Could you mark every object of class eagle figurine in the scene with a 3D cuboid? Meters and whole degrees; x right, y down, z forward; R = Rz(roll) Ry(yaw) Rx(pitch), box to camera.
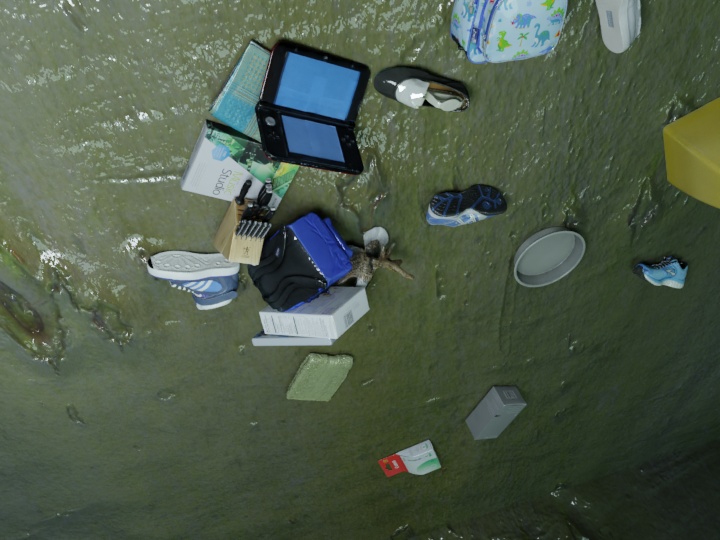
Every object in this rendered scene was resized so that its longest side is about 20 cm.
[{"bbox_3d":[-0.003,0.005,1.518,0.200,0.151,0.152,-21,103,46],"label":"eagle figurine"}]

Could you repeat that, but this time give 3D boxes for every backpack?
[{"bbox_3d":[-0.126,-0.008,1.389,0.200,0.163,0.168,-35,175,39],"label":"backpack"},{"bbox_3d":[0.259,-0.460,1.100,0.183,0.147,0.200,-13,135,-12],"label":"backpack"}]

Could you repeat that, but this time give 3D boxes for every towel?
[{"bbox_3d":[-0.117,0.300,1.823,0.148,0.037,0.200,7,132,-27],"label":"towel"},{"bbox_3d":[-0.155,-0.298,1.174,0.200,0.022,0.147,23,109,-39],"label":"towel"}]

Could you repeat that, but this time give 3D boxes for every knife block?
[{"bbox_3d":[-0.229,-0.107,1.301,0.064,0.200,0.176,8,101,-26],"label":"knife block"}]

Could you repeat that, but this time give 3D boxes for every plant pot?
[{"bbox_3d":[0.852,-0.263,1.521,0.200,0.177,0.200,-28,138,8],"label":"plant pot"}]

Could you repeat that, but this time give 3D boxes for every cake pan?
[{"bbox_3d":[0.489,-0.038,1.713,0.200,0.037,0.201,-12,137,-11],"label":"cake pan"}]

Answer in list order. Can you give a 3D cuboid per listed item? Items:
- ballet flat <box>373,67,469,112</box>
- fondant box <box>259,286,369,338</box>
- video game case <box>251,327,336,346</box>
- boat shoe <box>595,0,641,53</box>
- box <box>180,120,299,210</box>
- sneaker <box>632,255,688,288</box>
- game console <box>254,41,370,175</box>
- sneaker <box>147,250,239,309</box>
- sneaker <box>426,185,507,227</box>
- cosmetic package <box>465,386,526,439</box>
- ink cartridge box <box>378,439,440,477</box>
[{"bbox_3d":[0.124,-0.337,1.231,0.199,0.068,0.068,1,134,-23],"label":"ballet flat"},{"bbox_3d":[-0.101,0.089,1.449,0.200,0.144,0.058,1,114,32],"label":"fondant box"},{"bbox_3d":[-0.118,0.122,1.490,0.199,0.182,0.022,-3,110,25],"label":"video game case"},{"bbox_3d":[0.488,-0.502,1.211,0.068,0.072,0.200,-41,132,-10],"label":"boat shoe"},{"bbox_3d":[-0.227,-0.196,1.261,0.200,0.036,0.144,10,130,-32],"label":"box"},{"bbox_3d":[0.870,-0.007,1.891,0.200,0.078,0.090,5,113,-30],"label":"sneaker"},{"bbox_3d":[-0.071,-0.279,1.148,0.200,0.173,0.119,5,147,-32],"label":"game console"},{"bbox_3d":[-0.363,0.036,1.414,0.200,0.081,0.147,-2,131,-28],"label":"sneaker"},{"bbox_3d":[0.240,-0.143,1.491,0.199,0.076,0.077,-5,158,-18],"label":"sneaker"},{"bbox_3d":[0.454,0.481,2.206,0.107,0.090,0.200,3,130,-29],"label":"cosmetic package"},{"bbox_3d":[0.179,0.695,2.347,0.200,0.050,0.161,-24,138,0],"label":"ink cartridge box"}]
